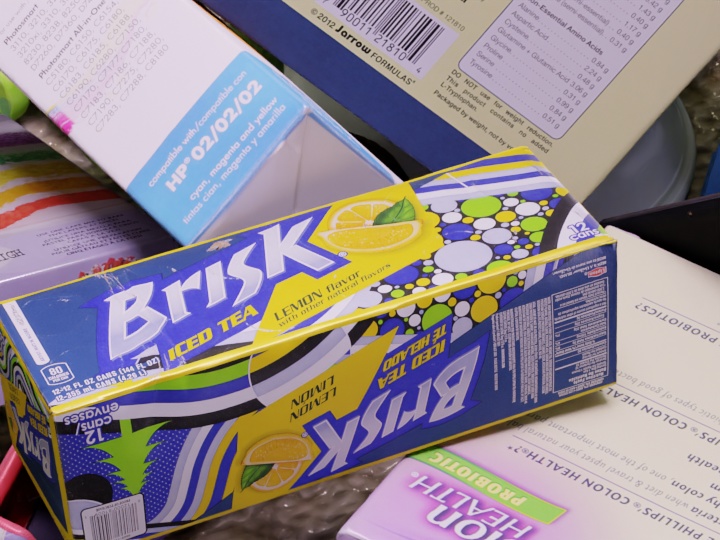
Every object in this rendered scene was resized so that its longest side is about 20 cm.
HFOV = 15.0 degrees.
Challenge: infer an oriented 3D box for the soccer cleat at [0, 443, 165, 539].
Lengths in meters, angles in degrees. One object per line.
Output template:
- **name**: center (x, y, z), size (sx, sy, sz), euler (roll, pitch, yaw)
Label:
- **soccer cleat**: center (-0.086, 0.062, 0.984), size (0.066, 0.077, 0.200), euler (18, 41, 14)

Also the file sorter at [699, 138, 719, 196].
- **file sorter**: center (0.244, -0.113, 1.195), size (0.122, 0.139, 0.200), euler (20, 41, 11)

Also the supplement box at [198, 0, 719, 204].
- **supplement box**: center (0.051, -0.160, 1.019), size (0.199, 0.200, 0.135), euler (35, 19, -21)

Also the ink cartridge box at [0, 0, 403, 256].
- **ink cartridge box**: center (-0.069, -0.063, 1.017), size (0.068, 0.115, 0.200), euler (-49, 53, 2)

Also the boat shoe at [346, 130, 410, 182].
- **boat shoe**: center (0.000, 0.000, 1.079), size (0.074, 0.067, 0.200), euler (-19, 33, -26)

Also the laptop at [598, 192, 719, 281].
- **laptop**: center (0.229, -0.006, 1.011), size (0.200, 0.187, 0.116), euler (41, 66, -18)

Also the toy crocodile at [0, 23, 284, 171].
- **toy crocodile**: center (-0.119, -0.092, 1.162), size (0.199, 0.062, 0.067), euler (18, 41, 33)

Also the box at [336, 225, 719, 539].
- **box**: center (0.112, 0.103, 0.950), size (0.175, 0.097, 0.200), euler (24, 42, 20)

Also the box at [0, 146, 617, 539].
- **box**: center (-0.017, 0.025, 0.911), size (0.199, 0.065, 0.070), euler (-16, 36, -17)

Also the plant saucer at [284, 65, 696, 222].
- **plant saucer**: center (0.051, -0.077, 1.191), size (0.198, 0.050, 0.201), euler (5, 40, -4)

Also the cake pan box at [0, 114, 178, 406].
- **cake pan box**: center (-0.188, 0.006, 1.011), size (0.199, 0.053, 0.184), euler (-15, 21, -22)
